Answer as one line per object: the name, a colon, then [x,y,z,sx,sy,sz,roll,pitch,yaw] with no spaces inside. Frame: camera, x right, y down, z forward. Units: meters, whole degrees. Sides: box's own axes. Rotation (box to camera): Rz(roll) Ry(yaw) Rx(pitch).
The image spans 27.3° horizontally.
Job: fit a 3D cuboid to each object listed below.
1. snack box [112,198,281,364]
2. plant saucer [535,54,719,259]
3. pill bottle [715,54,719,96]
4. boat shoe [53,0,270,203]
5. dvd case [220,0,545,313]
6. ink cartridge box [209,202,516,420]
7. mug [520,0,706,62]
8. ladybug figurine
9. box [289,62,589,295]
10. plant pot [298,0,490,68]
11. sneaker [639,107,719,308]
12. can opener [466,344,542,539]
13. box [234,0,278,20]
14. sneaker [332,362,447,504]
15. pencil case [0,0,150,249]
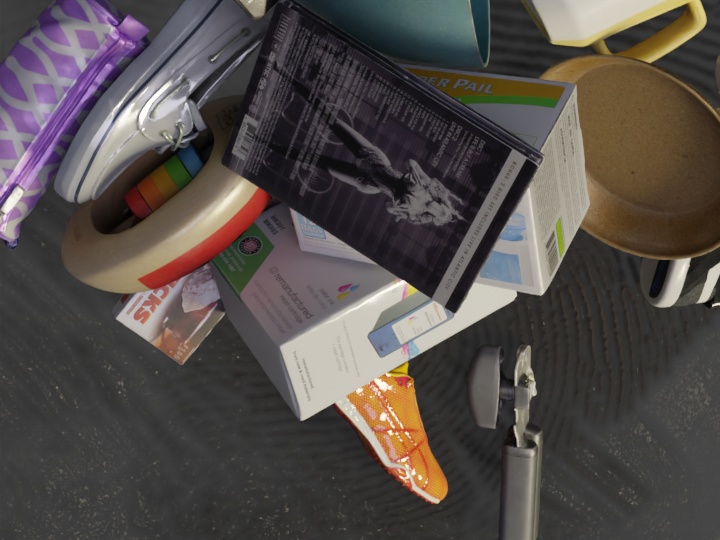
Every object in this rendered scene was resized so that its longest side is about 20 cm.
snack box: [-0.110,-0.022,1.189,0.072,0.024,0.201,37,96,-25]
plant saucer: [0.224,-0.098,1.193,0.035,0.199,0.201,-49,121,-34]
pill bottle: [0.403,-0.183,1.234,0.198,0.113,0.114,-25,115,-6]
boat shoe: [-0.140,-0.121,1.069,0.067,0.074,0.201,37,93,2]
dvd case: [0.009,-0.074,0.989,0.199,0.016,0.149,33,134,7]
ink cartridge box: [0.000,0.000,1.144,0.198,0.145,0.088,-27,134,-14]
mug: [0.199,-0.235,1.139,0.152,0.150,0.188,-31,105,5]
ladybug figurine: [-0.133,-0.052,1.113,0.199,0.136,0.072,-35,128,6]
box: [0.050,-0.071,1.057,0.102,0.198,0.113,-57,146,-39]
plant pot: [0.017,-0.241,1.066,0.133,0.201,0.203,-5,114,10]
sneaker: [0.320,-0.055,1.270,0.110,0.073,0.201,-1,133,-20]
can opener: [0.128,0.159,1.326,0.066,0.053,0.203,6,112,15]
box: [-0.068,-0.279,1.005,0.160,0.200,0.044,-44,136,3]
sneaker: [0.027,0.123,1.262,0.077,0.073,0.201,-40,119,-10]
pencil case: [-0.235,-0.114,1.082,0.084,0.086,0.201,31,98,-31]
